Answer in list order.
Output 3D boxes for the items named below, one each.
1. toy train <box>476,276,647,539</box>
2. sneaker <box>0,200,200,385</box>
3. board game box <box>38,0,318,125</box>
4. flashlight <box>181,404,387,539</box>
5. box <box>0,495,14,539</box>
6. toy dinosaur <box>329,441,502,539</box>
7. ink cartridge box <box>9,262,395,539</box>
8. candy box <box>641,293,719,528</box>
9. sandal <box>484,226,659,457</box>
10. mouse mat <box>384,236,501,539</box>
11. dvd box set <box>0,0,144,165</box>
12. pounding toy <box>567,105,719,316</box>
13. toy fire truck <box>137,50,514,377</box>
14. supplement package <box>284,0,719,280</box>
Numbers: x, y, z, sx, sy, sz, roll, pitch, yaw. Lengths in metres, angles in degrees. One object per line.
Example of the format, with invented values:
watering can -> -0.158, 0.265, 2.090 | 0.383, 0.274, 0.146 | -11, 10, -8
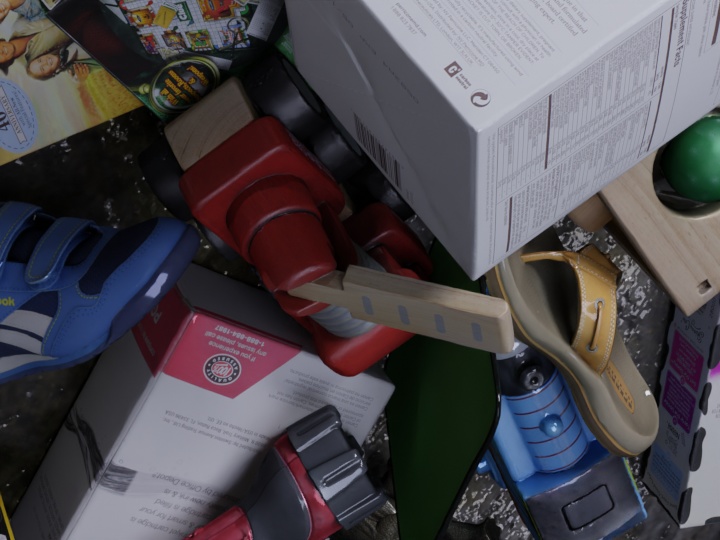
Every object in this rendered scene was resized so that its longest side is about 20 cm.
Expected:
toy train -> 0.102, 0.079, 1.229 | 0.086, 0.114, 0.201 | -28, 124, -6
sneaker -> -0.171, 0.005, 1.060 | 0.199, 0.074, 0.083 | -19, 113, 33
board game box -> -0.072, -0.119, 1.060 | 0.104, 0.024, 0.200 | -37, 145, 7
flashlight -> -0.083, 0.153, 1.125 | 0.199, 0.068, 0.068 | -31, 97, -2
box -> -0.259, 0.203, 1.123 | 0.049, 0.160, 0.201 | 21, 107, -31
toy dinosaur -> 0.020, 0.166, 1.264 | 0.102, 0.077, 0.200 | -29, 116, 35
ink cartridge box -> -0.095, 0.110, 1.185 | 0.145, 0.085, 0.201 | 22, 106, -30
candy box -> 0.267, 0.061, 1.320 | 0.135, 0.061, 0.202 | -4, 118, -20
sandal -> 0.128, 0.025, 1.140 | 0.054, 0.081, 0.200 | -17, 126, 30
mouse mat -> 0.043, 0.067, 1.135 | 0.007, 0.162, 0.201 | 4, 142, -14
dvd box set -> -0.169, -0.137, 1.052 | 0.198, 0.029, 0.147 | -23, 124, -10
pounding toy -> 0.136, -0.075, 1.108 | 0.142, 0.200, 0.184 | -38, 124, 3
toy fire truck -> 0.000, 0.000, 1.065 | 0.128, 0.201, 0.176 | -34, 145, 9
supplement package -> 0.085, -0.133, 0.935 | 0.199, 0.152, 0.151 | -35, 158, -12
